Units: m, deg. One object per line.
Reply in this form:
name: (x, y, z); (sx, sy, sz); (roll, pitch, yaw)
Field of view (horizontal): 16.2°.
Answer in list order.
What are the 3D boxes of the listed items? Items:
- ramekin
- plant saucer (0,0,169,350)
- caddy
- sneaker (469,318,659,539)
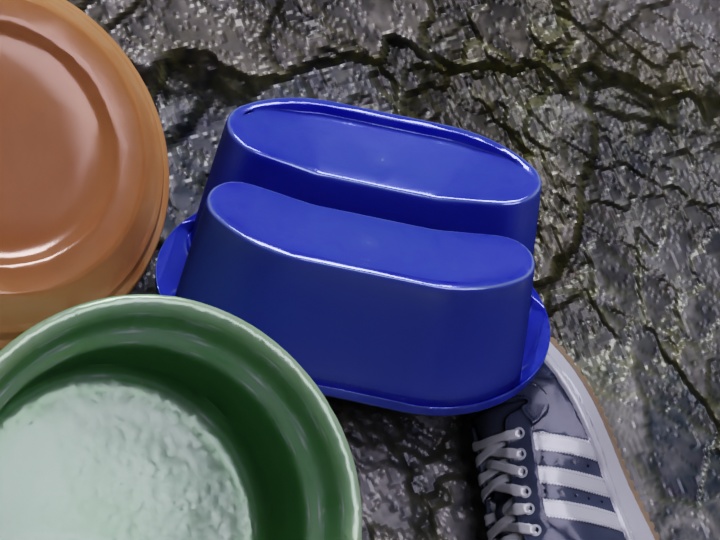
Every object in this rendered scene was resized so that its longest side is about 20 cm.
ramekin: (-0.108, 0.117, 1.154); (0.199, 0.098, 0.201); (4, 79, -19)
plant saucer: (-0.183, -0.058, 1.228); (0.199, 0.037, 0.201); (9, 69, -23)
caddy: (0.000, 0.000, 1.239); (0.199, 0.105, 0.142); (12, 38, -1)
sneaker: (0.079, 0.121, 1.273); (0.108, 0.070, 0.201); (-27, 89, -32)
